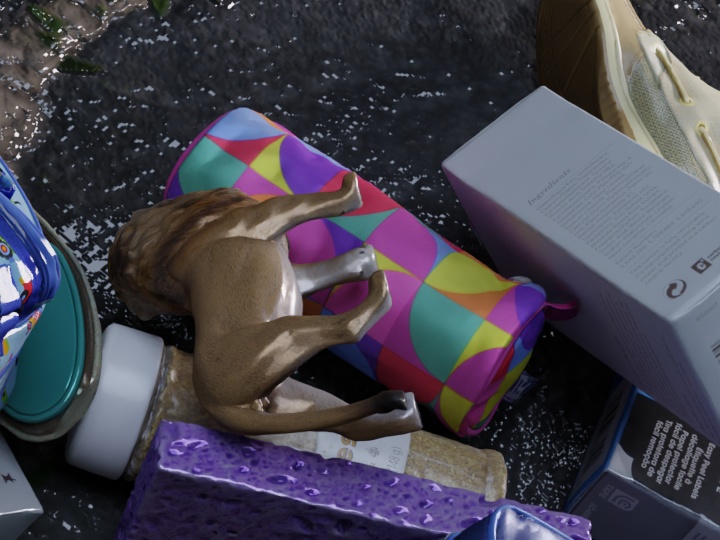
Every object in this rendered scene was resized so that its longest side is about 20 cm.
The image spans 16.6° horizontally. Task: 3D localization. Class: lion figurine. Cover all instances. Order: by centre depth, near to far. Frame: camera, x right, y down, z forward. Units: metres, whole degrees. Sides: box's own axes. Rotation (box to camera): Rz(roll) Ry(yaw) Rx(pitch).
[{"bbox_3d":[-0.048,0.020,1.081,0.122,0.073,0.200,-14,28,-2],"label":"lion figurine"}]

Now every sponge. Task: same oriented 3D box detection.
[{"bbox_3d":[-0.007,0.126,1.100,0.199,0.112,0.030,14,52,-11],"label":"sponge"}]

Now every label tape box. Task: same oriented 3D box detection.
[{"bbox_3d":[0.217,0.102,1.232,0.199,0.066,0.144,26,53,-1],"label":"label tape box"}]

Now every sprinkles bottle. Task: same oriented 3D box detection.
[{"bbox_3d":[-0.034,0.086,1.144,0.199,0.068,0.069,18,53,-9],"label":"sprinkles bottle"}]

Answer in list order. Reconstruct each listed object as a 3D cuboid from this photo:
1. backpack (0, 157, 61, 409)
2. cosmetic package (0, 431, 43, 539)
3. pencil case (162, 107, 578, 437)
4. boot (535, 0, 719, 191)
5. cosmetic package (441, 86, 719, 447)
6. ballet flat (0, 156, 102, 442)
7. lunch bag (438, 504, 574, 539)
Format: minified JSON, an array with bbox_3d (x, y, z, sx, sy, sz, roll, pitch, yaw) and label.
[{"bbox_3d":[-0.204,-0.011,0.996,0.183,0.135,0.200,50,30,8],"label":"backpack"},{"bbox_3d":[-0.244,0.042,1.068,0.150,0.052,0.201,-3,56,-53],"label":"cosmetic package"},{"bbox_3d":[0.000,0.000,1.187,0.199,0.089,0.088,32,52,14],"label":"pencil case"},{"bbox_3d":[0.189,-0.086,1.341,0.154,0.073,0.201,-3,55,-25],"label":"boot"},{"bbox_3d":[0.132,-0.003,1.179,0.074,0.102,0.200,-38,38,-9],"label":"cosmetic package"},{"bbox_3d":[-0.160,0.004,1.141,0.067,0.062,0.201,-28,57,0],"label":"ballet flat"},{"bbox_3d":[0.073,0.194,1.034,0.200,0.132,0.137,33,41,-47],"label":"lunch bag"}]
